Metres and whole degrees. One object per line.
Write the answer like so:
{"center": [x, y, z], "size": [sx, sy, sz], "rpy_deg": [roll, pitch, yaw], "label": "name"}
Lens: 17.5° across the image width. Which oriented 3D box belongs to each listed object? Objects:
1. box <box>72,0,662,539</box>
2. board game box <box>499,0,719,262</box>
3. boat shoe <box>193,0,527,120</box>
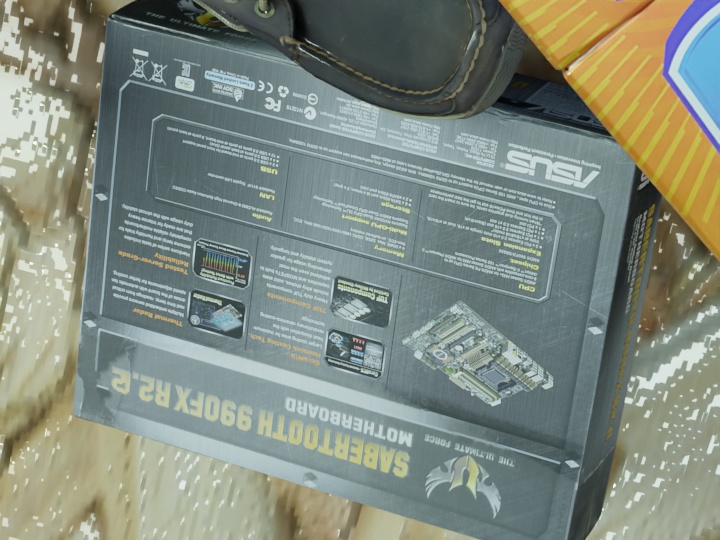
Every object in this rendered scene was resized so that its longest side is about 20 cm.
{"center": [0.000, 0.000, 0.833], "size": [0.199, 0.048, 0.160], "rpy_deg": [15, 113, 18], "label": "box"}
{"center": [0.136, -0.149, 0.717], "size": [0.199, 0.200, 0.200], "rpy_deg": [-38, 104, 16], "label": "board game box"}
{"center": [-0.032, -0.104, 0.760], "size": [0.200, 0.073, 0.075], "rpy_deg": [33, 115, 37], "label": "boat shoe"}
